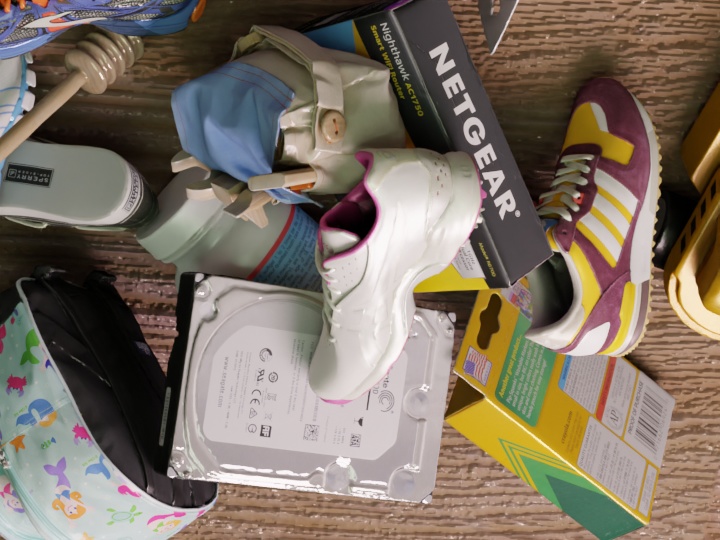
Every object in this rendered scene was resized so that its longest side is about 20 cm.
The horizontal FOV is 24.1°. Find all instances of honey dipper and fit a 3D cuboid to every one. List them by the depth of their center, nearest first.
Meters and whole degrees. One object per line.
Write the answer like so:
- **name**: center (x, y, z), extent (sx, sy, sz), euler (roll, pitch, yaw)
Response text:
- **honey dipper**: center (-0.222, -0.101, 1.133), extent (0.038, 0.200, 0.038), euler (28, 146, 21)

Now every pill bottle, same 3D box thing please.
- **pill bottle**: center (-0.062, 0.010, 1.228), extent (0.109, 0.109, 0.200), euler (-41, 110, 18)

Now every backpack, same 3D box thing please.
- **backpack**: center (-0.200, 0.117, 1.208), extent (0.151, 0.177, 0.200), euler (-42, 73, 12)

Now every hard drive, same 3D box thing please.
- **hard drive**: center (-0.035, 0.083, 1.161), extent (0.200, 0.038, 0.140), euler (10, 86, -25)

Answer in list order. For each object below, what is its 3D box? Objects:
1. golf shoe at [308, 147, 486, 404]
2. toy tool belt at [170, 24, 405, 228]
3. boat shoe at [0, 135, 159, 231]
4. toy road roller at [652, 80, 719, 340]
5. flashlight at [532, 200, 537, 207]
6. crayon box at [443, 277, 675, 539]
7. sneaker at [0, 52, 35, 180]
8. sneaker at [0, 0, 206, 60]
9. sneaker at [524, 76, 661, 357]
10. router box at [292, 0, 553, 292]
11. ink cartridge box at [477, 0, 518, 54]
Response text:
- **golf shoe**: center (0.000, 0.000, 1.081), extent (0.091, 0.075, 0.200), euler (12, 121, -28)
- **toy tool belt**: center (-0.072, -0.094, 1.109), extent (0.123, 0.200, 0.125), euler (-32, 119, -31)
- **boat shoe**: center (-0.239, -0.063, 1.198), extent (0.200, 0.064, 0.071), euler (15, 81, 21)
- **toy road roller**: center (0.291, -0.038, 1.188), extent (0.123, 0.146, 0.200), euler (21, 115, -11)
- **flashlight**: center (0.123, -0.039, 1.232), extent (0.200, 0.068, 0.068), euler (45, 82, -19)
- **crayon box**: center (0.141, 0.094, 1.262), extent (0.200, 0.126, 0.052), euler (39, 137, -18)
- **sneaker**: center (-0.279, -0.094, 1.138), extent (0.075, 0.087, 0.201), euler (2, 76, 24)
- **sneaker**: center (-0.201, -0.193, 1.119), extent (0.199, 0.078, 0.076), euler (-12, 76, -10)
- **sneaker**: center (0.154, -0.041, 1.173), extent (0.090, 0.075, 0.201), euler (7, 77, -32)
- **router box**: center (0.032, -0.084, 1.147), extent (0.051, 0.149, 0.200), euler (-34, 106, -32)
- **ink cartridge box**: center (0.090, -0.255, 1.091), extent (0.068, 0.116, 0.200), euler (18, 115, -10)
